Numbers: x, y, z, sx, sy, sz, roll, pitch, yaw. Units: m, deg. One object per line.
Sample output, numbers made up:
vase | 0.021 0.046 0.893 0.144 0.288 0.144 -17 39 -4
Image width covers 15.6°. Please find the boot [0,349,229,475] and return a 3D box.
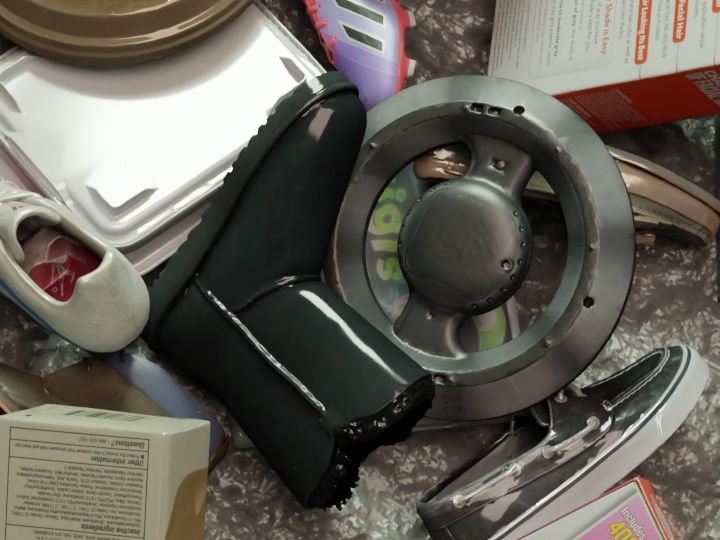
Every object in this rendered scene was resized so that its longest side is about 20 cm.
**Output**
boot | -0.170 0.079 1.496 0.200 0.075 0.097 38 49 5

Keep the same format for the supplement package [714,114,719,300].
supplement package | 0.307 -0.086 1.617 0.155 0.111 0.201 5 70 -9

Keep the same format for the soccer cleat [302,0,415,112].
soccer cleat | -0.016 -0.175 1.606 0.076 0.067 0.201 -1 63 -17

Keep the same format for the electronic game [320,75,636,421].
electronic game | 0.061 -0.013 1.520 0.199 0.042 0.202 -2 83 14

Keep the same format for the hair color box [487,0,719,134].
hair color box | 0.177 -0.149 1.577 0.064 0.199 0.112 32 58 -46

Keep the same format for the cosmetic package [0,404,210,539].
cosmetic package | -0.141 0.177 1.397 0.104 0.071 0.202 6 94 16

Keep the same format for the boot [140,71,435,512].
boot | -0.016 0.014 1.475 0.168 0.076 0.201 41 101 20

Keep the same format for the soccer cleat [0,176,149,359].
soccer cleat | -0.199 -0.024 1.480 0.199 0.087 0.070 28 67 26

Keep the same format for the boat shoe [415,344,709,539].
boat shoe | 0.116 0.095 1.529 0.200 0.072 0.068 -38 102 -14

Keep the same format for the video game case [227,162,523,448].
video game case | 0.000 0.000 1.572 0.180 0.023 0.201 -5 71 -13

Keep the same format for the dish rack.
dish rack | -0.122 -0.103 1.558 0.200 0.044 0.172 -35 69 -20

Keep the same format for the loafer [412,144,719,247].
loafer | 0.122 -0.048 1.587 0.199 0.072 0.063 23 77 -13

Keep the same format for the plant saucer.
plant saucer | -0.145 -0.208 1.581 0.198 0.030 0.201 -2 54 3

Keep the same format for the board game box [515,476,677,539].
board game box | 0.101 0.227 1.449 0.199 0.040 0.154 -27 76 10
